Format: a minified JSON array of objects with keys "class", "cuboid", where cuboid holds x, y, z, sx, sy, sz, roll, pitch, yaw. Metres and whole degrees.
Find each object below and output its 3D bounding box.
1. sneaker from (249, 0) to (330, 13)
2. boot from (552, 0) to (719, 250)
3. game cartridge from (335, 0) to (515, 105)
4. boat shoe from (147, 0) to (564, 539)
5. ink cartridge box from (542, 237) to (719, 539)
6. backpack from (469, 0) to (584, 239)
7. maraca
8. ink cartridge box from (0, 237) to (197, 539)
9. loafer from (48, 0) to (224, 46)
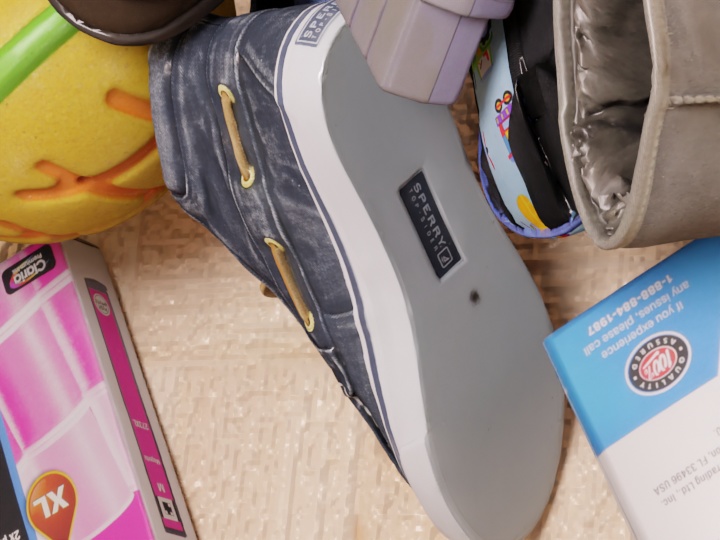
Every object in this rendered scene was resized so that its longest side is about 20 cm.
[{"class":"sneaker","cuboid":[-0.016,-0.130,1.048,0.074,0.082,0.200,0,71,57]},{"class":"boot","cuboid":[0.150,-0.024,0.773,0.073,0.200,0.182,-16,83,56]},{"class":"game cartridge","cuboid":[0.037,-0.162,0.862,0.200,0.038,0.130,-69,28,26]},{"class":"boat shoe","cuboid":[0.000,0.000,0.979,0.091,0.200,0.071,6,34,45]},{"class":"ink cartridge box","cuboid":[0.167,0.073,0.890,0.146,0.084,0.200,-33,62,19]},{"class":"backpack","cuboid":[0.108,-0.104,0.881,0.183,0.134,0.200,148,130,-61]},{"class":"maraca","cuboid":[-0.111,-0.059,1.043,0.107,0.137,0.200,52,148,6]},{"class":"ink cartridge box","cuboid":[-0.112,0.093,1.081,0.095,0.037,0.200,-31,65,20]},{"class":"loafer","cuboid":[-0.044,-0.166,0.940,0.073,0.071,0.200,26,78,9]}]
